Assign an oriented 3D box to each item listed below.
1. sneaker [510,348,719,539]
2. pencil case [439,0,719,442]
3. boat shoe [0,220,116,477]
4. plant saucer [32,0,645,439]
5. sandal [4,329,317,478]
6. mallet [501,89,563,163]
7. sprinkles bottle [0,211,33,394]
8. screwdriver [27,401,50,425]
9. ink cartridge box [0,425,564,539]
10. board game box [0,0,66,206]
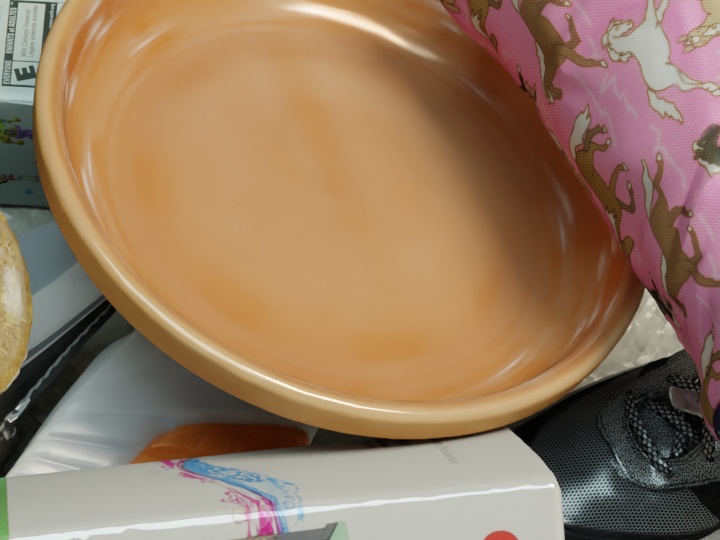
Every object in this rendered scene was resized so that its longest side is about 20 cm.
[{"bbox_3d":[0.128,0.035,0.856,0.199,0.114,0.076,-15,60,-12],"label":"sneaker"},{"bbox_3d":[0.097,-0.040,0.805,0.086,0.083,0.200,-31,62,5],"label":"pencil case"},{"bbox_3d":[-0.146,0.063,0.850,0.200,0.066,0.070,-41,27,-21],"label":"boat shoe"},{"bbox_3d":[-0.007,-0.027,0.836,0.199,0.038,0.201,12,49,-14],"label":"plant saucer"},{"bbox_3d":[-0.051,0.047,0.860,0.079,0.059,0.207,37,65,-5],"label":"sandal"},{"bbox_3d":[0.000,0.000,0.922,0.199,0.066,0.041,-30,65,-4],"label":"mallet"},{"bbox_3d":[-0.195,0.022,0.815,0.199,0.068,0.068,-11,52,31],"label":"sprinkles bottle"},{"bbox_3d":[-0.116,0.036,0.891,0.200,0.029,0.028,39,64,20],"label":"screwdriver"},{"bbox_3d":[-0.039,0.130,0.766,0.199,0.084,0.146,-6,97,-7],"label":"ink cartridge box"},{"bbox_3d":[-0.194,-0.104,0.954,0.199,0.064,0.148,3,57,-3],"label":"board game box"}]
